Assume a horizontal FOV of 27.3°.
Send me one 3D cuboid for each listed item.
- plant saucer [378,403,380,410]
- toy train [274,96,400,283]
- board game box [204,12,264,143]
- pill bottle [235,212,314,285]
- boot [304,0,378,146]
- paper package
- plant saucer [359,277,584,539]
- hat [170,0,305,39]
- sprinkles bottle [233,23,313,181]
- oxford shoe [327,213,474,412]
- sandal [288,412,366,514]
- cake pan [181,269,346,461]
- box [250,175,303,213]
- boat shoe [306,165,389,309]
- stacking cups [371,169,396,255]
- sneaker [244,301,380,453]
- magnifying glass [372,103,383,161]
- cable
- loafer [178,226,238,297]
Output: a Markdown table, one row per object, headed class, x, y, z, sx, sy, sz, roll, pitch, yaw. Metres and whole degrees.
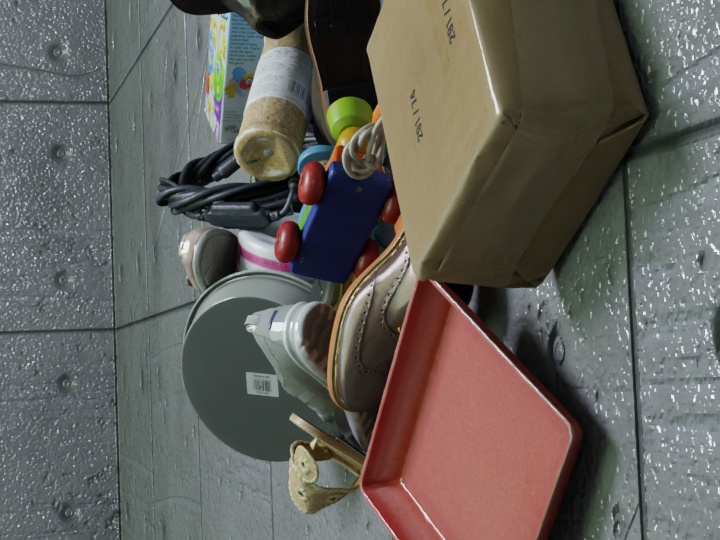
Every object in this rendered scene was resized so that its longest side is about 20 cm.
| class | x | y | z | sx | sy | sz | roll | pitch | yaw |
| --- | --- | --- | --- | --- | --- | --- | --- | --- | --- |
| plant saucer | 0.060 | 0.136 | 1.188 | 0.200 | 0.035 | 0.203 | 179 | 90 | -74 |
| toy train | -0.005 | -0.093 | 1.168 | 0.201 | 0.083 | 0.117 | 116 | 160 | -46 |
| board game box | -0.106 | -0.250 | 1.605 | 0.103 | 0.103 | 0.203 | -119 | 33 | -59 |
| pill bottle | -0.074 | 0.053 | 1.499 | 0.113 | 0.112 | 0.203 | -126 | 38 | -62 |
| boot | -0.028 | -0.207 | 1.397 | 0.097 | 0.074 | 0.203 | 160 | 106 | -69 |
| paper package | 0.088 | -0.123 | 0.962 | 0.191 | 0.102 | 0.202 | 116 | 149 | -54 |
| plant saucer | 0.079 | 0.133 | 1.040 | 0.200 | 0.036 | 0.202 | 47 | 131 | 46 |
| hat | -0.083 | -0.271 | 1.425 | 0.082 | 0.199 | 0.201 | 63 | 158 | 8 |
| sprinkles bottle | -0.075 | -0.179 | 1.462 | 0.069 | 0.067 | 0.202 | 107 | 175 | -46 |
| oxford shoe | 0.037 | 0.025 | 1.113 | 0.202 | 0.071 | 0.073 | -64 | 30 | 12 |
| sandal | -0.028 | 0.182 | 1.286 | 0.070 | 0.077 | 0.212 | -58 | -18 | -5 |
| cake pan | -0.090 | 0.100 | 1.436 | 0.037 | 0.198 | 0.203 | -46 | -34 | -61 |
| box | -0.087 | -0.047 | 1.653 | 0.201 | 0.047 | 0.196 | -118 | 33 | -57 |
| boat shoe | 0.000 | 0.000 | 1.320 | 0.076 | 0.073 | 0.202 | -105 | 27 | -58 |
| stacking cups | 0.034 | -0.041 | 1.217 | 0.061 | 0.060 | 0.202 | -115 | 28 | -53 |
| sneaker | -0.028 | 0.087 | 1.280 | 0.075 | 0.081 | 0.201 | -62 | -40 | -28 |
| magnifying glass | 0.005 | -0.105 | 1.323 | 0.022 | 0.079 | 0.201 | 44 | 136 | 16 |
| cable | -0.117 | -0.101 | 1.501 | 0.164 | 0.198 | 0.051 | -54 | -46 | -43 |
| loafer | -0.149 | -0.001 | 1.519 | 0.200 | 0.062 | 0.073 | 37 | -109 | -69 |
